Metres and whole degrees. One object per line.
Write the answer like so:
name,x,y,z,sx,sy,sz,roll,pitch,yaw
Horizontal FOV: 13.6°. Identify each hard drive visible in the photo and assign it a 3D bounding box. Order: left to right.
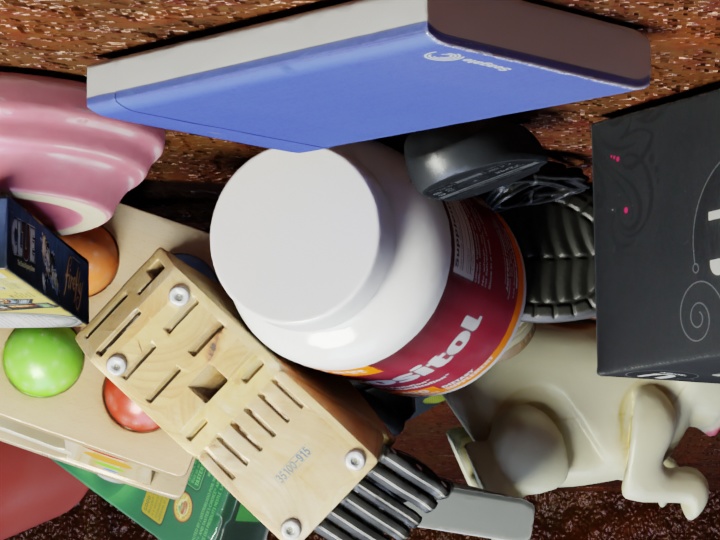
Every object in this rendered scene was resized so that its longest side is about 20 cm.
hard drive,-0.004,0.126,1.760,0.132,0.027,0.200,11,178,-27
hard drive,0.001,-0.081,1.243,0.132,0.025,0.200,9,168,-44

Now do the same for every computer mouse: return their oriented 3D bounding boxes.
computer mouse,0.067,-0.054,1.432,0.058,0.034,0.200,-20,171,16

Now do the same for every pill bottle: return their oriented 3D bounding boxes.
pill bottle,0.002,-0.003,1.466,0.113,0.113,0.200,-3,171,20

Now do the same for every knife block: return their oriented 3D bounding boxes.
knife block,-0.042,0.069,1.519,0.200,0.064,0.176,43,-173,-4

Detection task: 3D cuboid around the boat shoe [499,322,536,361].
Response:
boat shoe,0.000,0.000,1.683,0.199,0.071,0.065,6,138,15

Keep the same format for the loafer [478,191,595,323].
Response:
loafer,0.129,-0.003,1.589,0.199,0.073,0.071,0,170,-2

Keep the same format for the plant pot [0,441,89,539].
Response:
plant pot,-0.278,0.102,1.980,0.200,0.201,0.177,-8,178,42

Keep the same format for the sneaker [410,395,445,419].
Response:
sneaker,0.039,0.051,1.896,0.200,0.075,0.085,-27,177,-39

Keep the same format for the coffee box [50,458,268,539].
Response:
coffee box,-0.114,0.081,1.745,0.044,0.123,0.200,10,-168,-43

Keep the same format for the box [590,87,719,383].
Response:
box,0.199,-0.019,1.330,0.106,0.123,0.200,4,170,-30

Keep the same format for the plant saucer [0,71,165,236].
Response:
plant saucer,-0.189,-0.048,1.376,0.200,0.051,0.201,1,171,0

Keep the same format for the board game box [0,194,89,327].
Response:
board game box,-0.209,-0.002,1.398,0.135,0.035,0.200,-1,172,4

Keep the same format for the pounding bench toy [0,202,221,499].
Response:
pounding bench toy,-0.167,0.025,1.592,0.199,0.125,0.156,19,170,-1

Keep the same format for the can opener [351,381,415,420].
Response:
can opener,0.034,0.035,1.751,0.200,0.079,0.063,-27,-156,-19

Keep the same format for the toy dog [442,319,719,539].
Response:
toy dog,0.149,0.067,1.832,0.199,0.194,0.140,-22,175,-4
